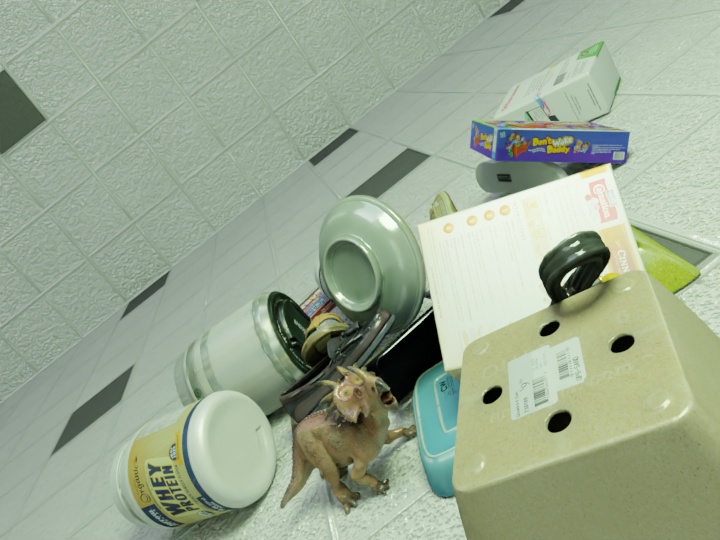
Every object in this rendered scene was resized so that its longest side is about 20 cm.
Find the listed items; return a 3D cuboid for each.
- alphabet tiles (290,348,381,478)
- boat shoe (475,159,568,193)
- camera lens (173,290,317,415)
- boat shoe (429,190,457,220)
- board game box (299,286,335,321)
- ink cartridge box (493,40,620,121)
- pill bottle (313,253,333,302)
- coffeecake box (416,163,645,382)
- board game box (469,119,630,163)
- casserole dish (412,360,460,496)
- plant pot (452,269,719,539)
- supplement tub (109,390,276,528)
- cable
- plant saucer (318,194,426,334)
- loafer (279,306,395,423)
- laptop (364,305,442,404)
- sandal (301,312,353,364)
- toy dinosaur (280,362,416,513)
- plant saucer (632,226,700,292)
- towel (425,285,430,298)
[{"bbox_3d":[-0.023,0.189,0.849,0.166,0.008,0.200,-37,19,3],"label":"alphabet tiles"},{"bbox_3d":[0.265,-0.157,1.011,0.063,0.072,0.199,-25,24,-20],"label":"boat shoe"},{"bbox_3d":[-0.164,0.141,0.975,0.198,0.161,0.161,-32,19,14],"label":"camera lens"},{"bbox_3d":[0.140,-0.071,1.052,0.062,0.074,0.202,-29,28,9],"label":"boat shoe"},{"bbox_3d":[-0.080,0.063,1.221,0.200,0.020,0.102,-44,18,-16],"label":"board game box"},{"bbox_3d":[0.366,-0.321,1.186,0.198,0.085,0.146,-19,26,43],"label":"ink cartridge box"},{"bbox_3d":[-0.005,0.008,1.061,0.115,0.117,0.199,-41,19,-13],"label":"pill bottle"},{"bbox_3d":[0.169,0.008,0.625,0.196,0.073,0.157,-16,67,18],"label":"coffeecake box"},{"bbox_3d":[0.277,-0.195,0.954,0.195,0.046,0.135,-1,19,-7],"label":"board game box"},{"bbox_3d":[0.106,0.145,0.666,0.120,0.039,0.201,-33,19,13],"label":"casserole dish"},{"bbox_3d":[0.161,0.125,0.397,0.197,0.178,0.201,-27,21,26],"label":"plant pot"},{"bbox_3d":[-0.224,0.257,0.845,0.198,0.145,0.145,-27,21,29],"label":"supplement tub"},{"bbox_3d":[0.154,0.016,0.477,0.096,0.199,0.051,-27,59,22],"label":"cable"},{"bbox_3d":[0.000,0.000,0.887,0.050,0.204,0.198,-24,5,-43],"label":"plant saucer"},{"bbox_3d":[-0.034,0.121,0.825,0.201,0.063,0.072,-53,-3,14],"label":"loafer"},{"bbox_3d":[0.069,0.069,0.794,0.176,0.104,0.199,-39,19,-13],"label":"laptop"},{"bbox_3d":[-0.046,0.091,0.922,0.080,0.054,0.200,-38,-9,8],"label":"sandal"},{"bbox_3d":[-0.025,0.174,0.685,0.198,0.136,0.086,-32,19,20],"label":"toy dinosaur"},{"bbox_3d":[0.240,0.006,0.725,0.198,0.048,0.201,-35,19,9],"label":"plant saucer"},{"bbox_3d":[0.169,-0.027,0.829,0.197,0.030,0.146,-31,-9,-5],"label":"towel"}]
